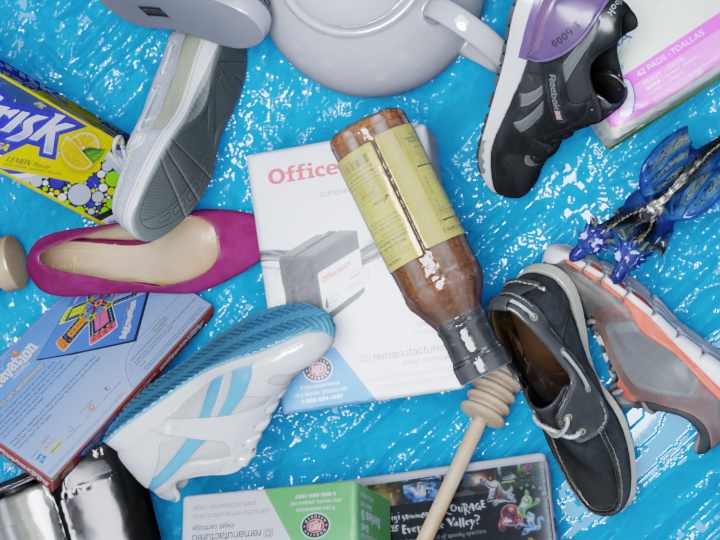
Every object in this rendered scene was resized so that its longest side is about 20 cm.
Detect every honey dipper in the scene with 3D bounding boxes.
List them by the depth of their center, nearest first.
[{"bbox_3d":[0.068,0.159,1.002,0.038,0.038,0.201,25,73,10],"label":"honey dipper"}]

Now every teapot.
[{"bbox_3d":[0.004,-0.227,1.001,0.198,0.146,0.200,-11,87,10],"label":"teapot"}]

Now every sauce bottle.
[{"bbox_3d":[0.045,-0.016,0.948,0.065,0.066,0.202,-24,86,10],"label":"sauce bottle"}]

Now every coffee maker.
[{"bbox_3d":[-0.187,0.238,1.039,0.190,0.135,0.202,-21,86,10],"label":"coffee maker"}]

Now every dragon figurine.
[{"bbox_3d":[0.235,-0.065,0.973,0.059,0.099,0.200,45,92,9],"label":"dragon figurine"}]

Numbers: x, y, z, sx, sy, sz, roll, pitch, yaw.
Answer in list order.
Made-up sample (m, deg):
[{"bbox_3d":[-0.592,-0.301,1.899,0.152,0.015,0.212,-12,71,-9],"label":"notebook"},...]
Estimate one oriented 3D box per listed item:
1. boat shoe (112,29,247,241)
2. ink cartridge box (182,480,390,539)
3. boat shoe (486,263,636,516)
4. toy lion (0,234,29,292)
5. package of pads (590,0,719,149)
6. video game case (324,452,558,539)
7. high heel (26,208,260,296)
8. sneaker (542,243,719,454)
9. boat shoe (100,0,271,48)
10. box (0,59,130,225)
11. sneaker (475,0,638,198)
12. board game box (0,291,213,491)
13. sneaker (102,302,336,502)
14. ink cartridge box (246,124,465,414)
[{"bbox_3d":[-0.151,-0.113,1.043,0.064,0.075,0.204,7,62,22],"label":"boat shoe"},{"bbox_3d":[-0.054,0.268,0.978,0.144,0.084,0.202,-8,67,17],"label":"ink cartridge box"},{"bbox_3d":[0.148,0.099,0.988,0.071,0.067,0.202,-12,105,40],"label":"boat shoe"},{"bbox_3d":[-0.348,-0.075,1.046,0.068,0.192,0.202,-14,87,11],"label":"toy lion"},{"bbox_3d":[0.229,-0.210,0.995,0.199,0.068,0.155,-33,83,9],"label":"package of pads"},{"bbox_3d":[0.056,0.243,1.008,0.198,0.023,0.184,-11,67,17],"label":"video game case"},{"bbox_3d":[-0.159,-0.013,1.033,0.198,0.096,0.068,-14,87,-12],"label":"high heel"},{"bbox_3d":[0.204,0.062,0.995,0.200,0.077,0.082,41,106,12],"label":"sneaker"},{"bbox_3d":[-0.135,-0.222,1.034,0.199,0.069,0.057,19,72,43],"label":"boat shoe"},{"bbox_3d":[-0.258,-0.108,1.029,0.070,0.199,0.064,-55,41,6],"label":"box"},{"bbox_3d":[0.143,-0.118,0.956,0.087,0.201,0.076,29,51,20],"label":"sneaker"},{"bbox_3d":[-0.215,0.070,1.039,0.102,0.020,0.200,32,54,13],"label":"board game box"},{"bbox_3d":[-0.092,0.095,0.976,0.199,0.077,0.081,-33,104,19],"label":"sneaker"},{"bbox_3d":[0.000,0.000,1.027,0.143,0.084,0.202,-9,87,8],"label":"ink cartridge box"}]
